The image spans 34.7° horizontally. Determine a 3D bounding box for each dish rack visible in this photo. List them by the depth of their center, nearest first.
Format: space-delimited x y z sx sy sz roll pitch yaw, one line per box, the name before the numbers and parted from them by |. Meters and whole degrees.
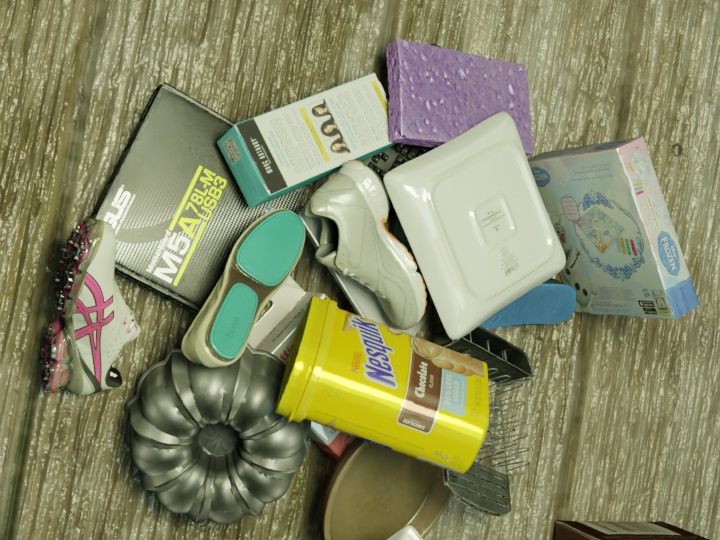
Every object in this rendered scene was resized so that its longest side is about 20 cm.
dish rack | 0.140 0.170 1.300 0.153 0.054 0.201 28 51 -43

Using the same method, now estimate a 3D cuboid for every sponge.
sponge | 0.115 -0.193 1.316 0.199 0.030 0.113 3 79 -36

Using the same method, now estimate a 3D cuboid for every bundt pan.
bundt pan | -0.148 0.177 1.196 0.200 0.076 0.204 -1 108 -4

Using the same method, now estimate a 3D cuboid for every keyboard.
keyboard | 0.075 -0.158 1.333 0.104 0.040 0.201 34 80 -18

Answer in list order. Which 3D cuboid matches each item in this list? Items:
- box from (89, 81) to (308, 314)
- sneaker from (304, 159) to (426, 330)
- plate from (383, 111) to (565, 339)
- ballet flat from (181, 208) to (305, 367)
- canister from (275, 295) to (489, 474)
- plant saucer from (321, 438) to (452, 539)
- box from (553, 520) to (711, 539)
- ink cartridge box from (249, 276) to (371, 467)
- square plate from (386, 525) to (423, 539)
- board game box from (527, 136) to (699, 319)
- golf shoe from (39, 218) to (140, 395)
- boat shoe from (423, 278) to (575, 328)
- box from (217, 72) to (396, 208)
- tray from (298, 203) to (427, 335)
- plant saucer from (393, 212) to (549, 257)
box | -0.174 -0.066 1.230 0.192 0.047 0.201 30 77 -22
sneaker | -0.001 -0.013 1.239 0.092 0.076 0.201 -35 114 -23
plate | 0.140 -0.053 1.279 0.199 0.032 0.201 -30 103 -32
ballet flat | -0.123 0.018 1.187 0.069 0.069 0.201 42 54 -17
canister | 0.026 0.116 1.166 0.199 0.149 0.087 20 117 -5
plant saucer | 0.031 0.243 1.290 0.199 0.029 0.202 -20 123 -35
box | 0.333 0.414 1.379 0.165 0.164 0.202 5 90 -21
ink cartridge box | -0.049 0.105 1.274 0.200 0.067 0.117 46 76 -16
square plate | 0.041 0.404 1.240 0.199 0.200 0.028 53 29 7
board game box | 0.283 -0.046 1.330 0.043 0.200 0.200 -26 101 -21
golf shoe | -0.265 0.036 1.161 0.091 0.073 0.201 5 122 -25
boat shoe | 0.156 0.034 1.357 0.199 0.069 0.085 13 97 -25
box | -0.050 -0.142 1.244 0.199 0.049 0.083 -26 89 -35
tray | 0.000 0.000 1.296 0.201 0.022 0.107 58 38 -13
plant saucer | 0.128 -0.045 1.357 0.198 0.019 0.070 4 107 -24
